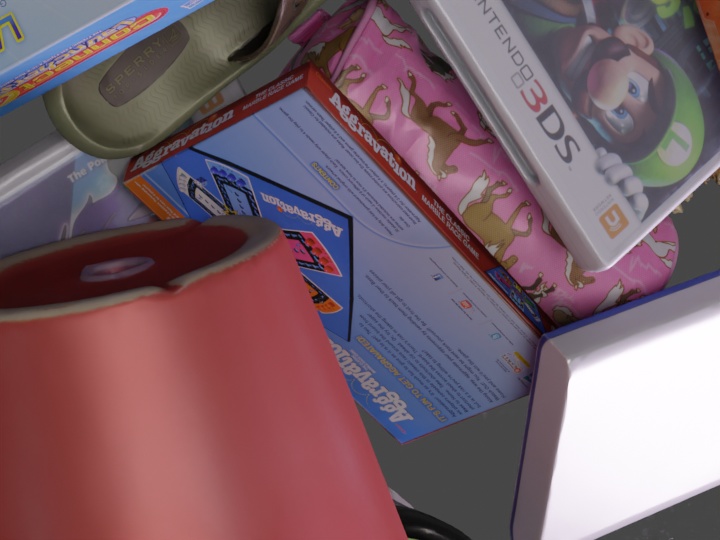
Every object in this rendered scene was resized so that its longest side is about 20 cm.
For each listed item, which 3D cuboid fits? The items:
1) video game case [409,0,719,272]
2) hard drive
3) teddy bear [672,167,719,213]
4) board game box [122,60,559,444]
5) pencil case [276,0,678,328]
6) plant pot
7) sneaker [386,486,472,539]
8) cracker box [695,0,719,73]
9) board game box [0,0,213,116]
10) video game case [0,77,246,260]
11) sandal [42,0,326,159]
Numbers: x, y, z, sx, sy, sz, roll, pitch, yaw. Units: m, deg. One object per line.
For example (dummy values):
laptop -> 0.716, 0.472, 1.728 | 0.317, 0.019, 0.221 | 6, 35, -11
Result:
video game case -> 0.120, -0.131, 0.732 | 0.200, 0.023, 0.182 | -41, 106, -21
hard drive -> 0.165, 0.054, 0.807 | 0.199, 0.025, 0.132 | -18, 134, -25
teddy bear -> 0.135, -0.125, 0.790 | 0.145, 0.067, 0.201 | -36, 104, -24
board game box -> 0.000, 0.000, 0.750 | 0.103, 0.020, 0.200 | -25, 127, 29
pencil case -> 0.051, -0.044, 0.779 | 0.200, 0.086, 0.083 | 35, 77, -20
plant pot -> -0.083, 0.080, 0.684 | 0.199, 0.200, 0.178 | -13, 102, -10
sneaker -> 0.052, 0.168, 0.825 | 0.200, 0.087, 0.074 | 34, 92, -17
cracker box -> 0.237, -0.127, 0.744 | 0.199, 0.058, 0.135 | -26, 98, -33
board game box -> -0.182, -0.148, 0.637 | 0.199, 0.056, 0.197 | -27, 86, 5
video game case -> -0.108, 0.025, 0.763 | 0.200, 0.023, 0.183 | -33, 119, -11
sandal -> -0.048, -0.124, 0.704 | 0.080, 0.057, 0.201 | 41, 81, -17
